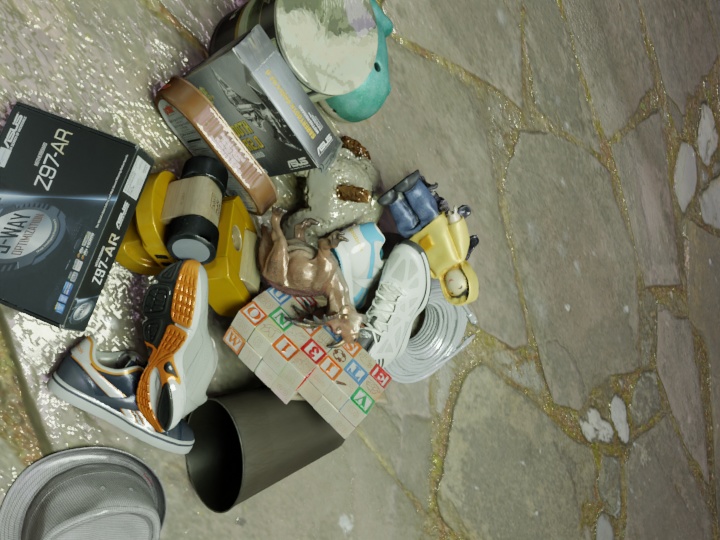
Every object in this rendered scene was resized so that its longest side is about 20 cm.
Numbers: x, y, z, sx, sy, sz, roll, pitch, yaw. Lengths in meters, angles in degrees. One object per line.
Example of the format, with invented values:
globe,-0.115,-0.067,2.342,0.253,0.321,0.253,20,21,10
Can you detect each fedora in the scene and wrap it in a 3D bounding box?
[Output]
fedora,-0.322,0.314,0.683,0.197,0.089,0.182,26,79,-35

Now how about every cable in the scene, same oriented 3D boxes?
cable,0.098,0.091,0.969,0.198,0.069,0.203,-38,127,-14

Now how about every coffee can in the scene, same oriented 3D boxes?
coffee can,-0.090,-0.286,0.730,0.143,0.197,0.152,-4,97,-37

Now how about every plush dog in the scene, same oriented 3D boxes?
plush dog,-0.020,-0.119,0.852,0.170,0.156,0.208,-15,104,-58

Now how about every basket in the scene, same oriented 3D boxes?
basket,-0.122,0.226,0.796,0.196,0.181,0.138,-10,60,-42

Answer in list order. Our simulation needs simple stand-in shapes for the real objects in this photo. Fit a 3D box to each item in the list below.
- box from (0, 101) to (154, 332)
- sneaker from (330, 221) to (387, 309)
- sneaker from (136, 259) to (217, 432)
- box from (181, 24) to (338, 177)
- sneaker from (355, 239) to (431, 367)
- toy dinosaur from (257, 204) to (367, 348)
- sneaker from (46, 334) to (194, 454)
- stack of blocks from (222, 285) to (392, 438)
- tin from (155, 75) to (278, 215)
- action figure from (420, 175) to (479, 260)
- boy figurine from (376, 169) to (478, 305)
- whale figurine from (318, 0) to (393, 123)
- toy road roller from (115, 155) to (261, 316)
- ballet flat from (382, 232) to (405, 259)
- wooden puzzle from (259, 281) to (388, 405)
box,-0.333,-0.059,0.609,0.156,0.044,0.206,20,82,7
sneaker,0.000,0.000,0.846,0.079,0.201,0.078,-27,70,-10
sneaker,-0.206,0.081,0.673,0.091,0.074,0.206,-19,128,-63
box,-0.136,-0.194,0.706,0.049,0.197,0.159,-52,121,-23
sneaker,0.037,0.064,0.793,0.115,0.074,0.206,-34,142,-53
toy dinosaur,-0.077,0.005,0.720,0.085,0.196,0.139,6,107,-67
sneaker,-0.277,0.156,0.710,0.199,0.078,0.081,40,77,-31
stack of blocks,-0.065,0.114,0.730,0.199,0.059,0.115,44,35,5
tin,-0.183,-0.152,0.729,0.042,0.111,0.201,-49,120,-21
action figure,0.109,-0.084,0.926,0.100,0.200,0.122,-25,117,-8
boy figurine,0.101,-0.036,0.814,0.203,0.122,0.064,58,30,-6
whale figurine,0.006,-0.325,0.859,0.158,0.102,0.205,38,68,-36
toy road roller,-0.217,-0.035,0.715,0.202,0.141,0.126,67,18,-54
ballet flat,0.091,-0.022,0.996,0.195,0.046,0.070,7,71,-34
wooden puzzle,-0.057,0.112,0.840,0.196,0.037,0.189,17,41,-39
